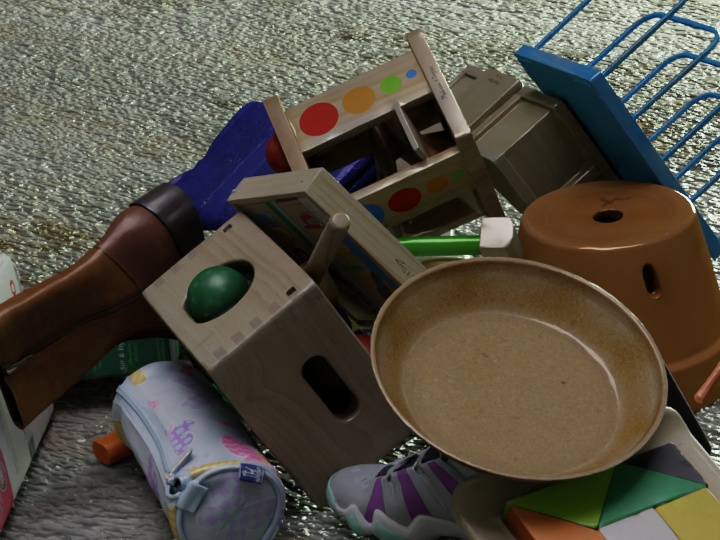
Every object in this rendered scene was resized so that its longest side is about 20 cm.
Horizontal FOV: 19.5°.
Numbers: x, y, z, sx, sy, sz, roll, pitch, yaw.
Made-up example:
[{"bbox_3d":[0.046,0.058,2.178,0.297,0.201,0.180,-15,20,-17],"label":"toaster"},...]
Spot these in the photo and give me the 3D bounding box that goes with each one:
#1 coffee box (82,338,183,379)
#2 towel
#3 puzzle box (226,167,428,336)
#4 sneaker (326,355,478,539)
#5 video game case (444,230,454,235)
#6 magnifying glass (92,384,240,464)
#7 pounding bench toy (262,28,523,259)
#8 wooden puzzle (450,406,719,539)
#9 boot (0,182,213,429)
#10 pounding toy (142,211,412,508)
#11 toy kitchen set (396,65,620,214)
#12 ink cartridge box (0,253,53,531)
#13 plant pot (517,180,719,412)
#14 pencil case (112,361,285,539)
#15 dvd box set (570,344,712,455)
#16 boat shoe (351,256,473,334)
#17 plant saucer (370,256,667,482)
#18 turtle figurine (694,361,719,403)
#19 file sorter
[{"bbox_3d":[-0.251,0.062,1.765,0.200,0.044,0.123,-5,10,1],"label":"coffee box"},{"bbox_3d":[-0.073,-0.077,1.844,0.200,0.050,0.148,18,59,48],"label":"towel"},{"bbox_3d":[0.000,0.000,1.586,0.025,0.200,0.133,-53,22,-19],"label":"puzzle box"},{"bbox_3d":[0.065,0.123,1.462,0.200,0.140,0.078,7,26,24],"label":"sneaker"},{"bbox_3d":[-0.004,-0.026,1.955,0.182,0.022,0.200,-4,24,4],"label":"video game case"},{"bbox_3d":[-0.126,0.110,1.690,0.200,0.022,0.080,-22,28,-35],"label":"magnifying glass"},{"bbox_3d":[0.024,-0.056,1.650,0.156,0.124,0.200,-25,52,2],"label":"pounding bench toy"},{"bbox_3d":[0.182,0.182,1.337,0.185,0.037,0.200,-17,52,-24],"label":"wooden puzzle"},{"bbox_3d":[-0.186,0.059,1.615,0.068,0.188,0.200,23,51,36],"label":"boot"},{"bbox_3d":[-0.050,0.042,1.548,0.142,0.200,0.184,-40,32,-6],"label":"pounding toy"},{"bbox_3d":[0.121,-0.052,1.840,0.163,0.180,0.200,-42,24,-5],"label":"toy kitchen set"},{"bbox_3d":[-0.308,0.096,1.604,0.083,0.147,0.200,-9,23,8],"label":"ink cartridge box"},{"bbox_3d":[0.199,0.018,1.668,0.200,0.140,0.200,-6,25,3],"label":"plant pot"},{"bbox_3d":[-0.123,0.139,1.542,0.091,0.083,0.200,13,16,-24],"label":"pencil case"},{"bbox_3d":[0.142,0.094,1.524,0.200,0.146,0.029,9,64,29],"label":"dvd box set"},{"bbox_3d":[0.031,0.034,1.776,0.200,0.072,0.076,-14,58,-36],"label":"boat shoe"},{"bbox_3d":[0.103,0.073,1.396,0.200,0.035,0.200,6,44,-6],"label":"plant saucer"},{"bbox_3d":[0.350,0.096,1.551,0.161,0.064,0.200,25,30,37],"label":"turtle figurine"},{"bbox_3d":[0.253,-0.134,1.744,0.123,0.200,0.139,-42,26,-6],"label":"file sorter"}]
